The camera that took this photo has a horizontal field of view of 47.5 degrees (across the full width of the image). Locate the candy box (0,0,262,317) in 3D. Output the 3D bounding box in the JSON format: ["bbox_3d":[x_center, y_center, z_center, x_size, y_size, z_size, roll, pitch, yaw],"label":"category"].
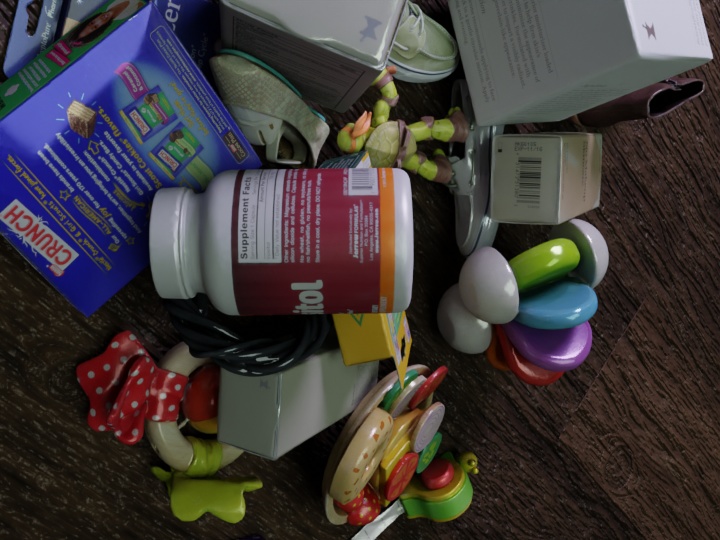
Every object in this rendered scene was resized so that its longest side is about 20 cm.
[{"bbox_3d":[-0.208,-0.094,0.668,0.199,0.077,0.170,-42,128,-11],"label":"candy box"}]

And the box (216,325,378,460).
[{"bbox_3d":[-0.053,0.107,0.792,0.199,0.067,0.084,-13,111,-62],"label":"box"}]

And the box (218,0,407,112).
[{"bbox_3d":[-0.039,-0.214,0.657,0.126,0.200,0.111,20,88,-10],"label":"box"}]

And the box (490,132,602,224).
[{"bbox_3d":[0.215,-0.109,0.929,0.199,0.076,0.097,-21,113,-60],"label":"box"}]

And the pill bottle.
[{"bbox_3d":[-0.059,-0.022,0.645,0.195,0.113,0.116,-1,102,0],"label":"pill bottle"}]

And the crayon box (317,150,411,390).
[{"bbox_3d":[0.000,0.000,0.776,0.050,0.126,0.204,-12,104,11],"label":"crayon box"}]

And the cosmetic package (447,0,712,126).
[{"bbox_3d":[0.221,-0.261,0.842,0.163,0.198,0.169,-12,88,-43],"label":"cosmetic package"}]

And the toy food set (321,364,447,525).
[{"bbox_3d":[0.030,0.188,0.882,0.198,0.048,0.202,-44,149,-31],"label":"toy food set"}]

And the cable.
[{"bbox_3d":[-0.101,0.020,0.724,0.162,0.200,0.051,35,116,1],"label":"cable"}]

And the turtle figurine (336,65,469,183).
[{"bbox_3d":[0.037,-0.140,0.843,0.159,0.064,0.204,-3,113,-34],"label":"turtle figurine"}]

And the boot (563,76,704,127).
[{"bbox_3d":[0.347,-0.216,0.994,0.197,0.165,0.074,-24,112,-28],"label":"boot"}]

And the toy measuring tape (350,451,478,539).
[{"bbox_3d":[0.071,0.283,0.963,0.199,0.073,0.075,-35,117,-24],"label":"toy measuring tape"}]

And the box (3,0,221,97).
[{"bbox_3d":[-0.195,-0.194,0.712,0.197,0.032,0.124,14,92,-34],"label":"box"}]

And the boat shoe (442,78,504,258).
[{"bbox_3d":[0.118,-0.115,0.927,0.065,0.073,0.205,6,87,-19],"label":"boat shoe"}]

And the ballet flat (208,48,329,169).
[{"bbox_3d":[-0.076,-0.133,0.734,0.200,0.066,0.064,22,81,-68],"label":"ballet flat"}]

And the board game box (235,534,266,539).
[{"bbox_3d":[-0.186,0.347,0.826,0.197,0.032,0.123,-1,96,-33],"label":"board game box"}]

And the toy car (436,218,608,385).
[{"bbox_3d":[0.193,0.049,0.914,0.172,0.201,0.152,-17,68,-21],"label":"toy car"}]

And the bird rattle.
[{"bbox_3d":[-0.165,0.133,0.779,0.163,0.112,0.202,-42,109,-36],"label":"bird rattle"}]

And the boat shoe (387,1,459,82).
[{"bbox_3d":[0.032,-0.245,0.827,0.197,0.062,0.074,10,72,-35],"label":"boat shoe"}]
